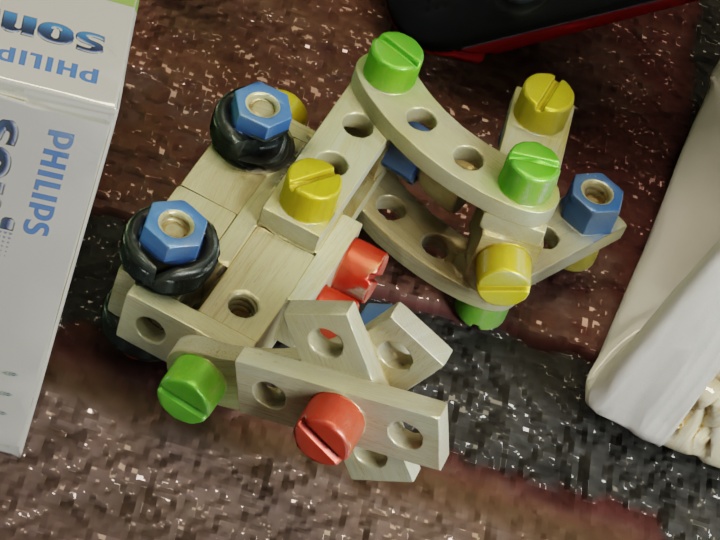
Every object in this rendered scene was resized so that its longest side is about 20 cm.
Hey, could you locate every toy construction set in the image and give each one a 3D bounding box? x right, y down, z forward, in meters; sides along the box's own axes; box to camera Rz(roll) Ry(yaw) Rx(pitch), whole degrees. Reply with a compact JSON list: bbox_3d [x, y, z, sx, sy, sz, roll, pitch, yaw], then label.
[{"bbox_3d":[0.000,0.000,0.769,0.131,0.092,0.200,28,33,6],"label":"toy construction set"}]

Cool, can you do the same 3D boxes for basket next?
[{"bbox_3d":[0.176,-0.023,0.819,0.123,0.136,0.200,31,44,-3],"label":"basket"}]

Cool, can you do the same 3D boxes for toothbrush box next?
[{"bbox_3d":[-0.113,-0.071,0.745,0.086,0.146,0.200,13,45,-10],"label":"toothbrush box"}]

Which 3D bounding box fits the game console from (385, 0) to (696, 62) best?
[{"bbox_3d":[0.085,-0.180,0.885,0.031,0.177,0.201,20,65,-46],"label":"game console"}]
